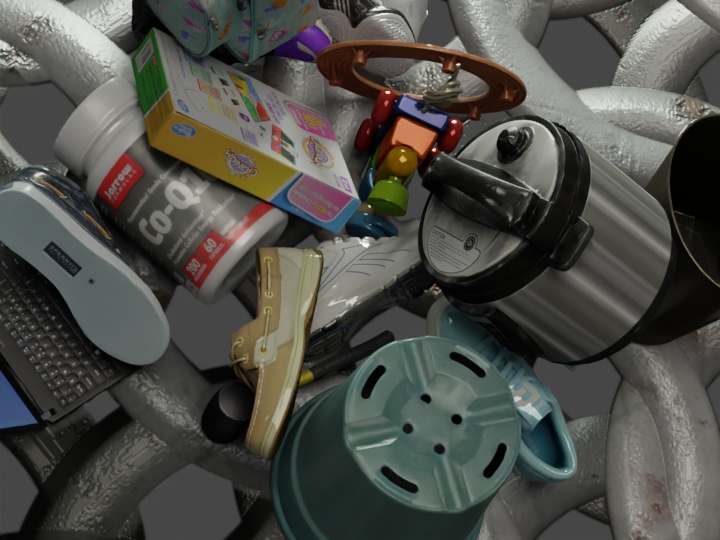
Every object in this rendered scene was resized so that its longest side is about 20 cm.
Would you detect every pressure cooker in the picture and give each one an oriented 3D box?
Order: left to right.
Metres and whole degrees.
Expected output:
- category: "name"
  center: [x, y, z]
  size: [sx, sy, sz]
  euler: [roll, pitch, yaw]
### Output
- category: "pressure cooker"
  center: [0.145, -0.034, 1.420]
  size: [0.200, 0.176, 0.179]
  euler: [34, 46, -34]

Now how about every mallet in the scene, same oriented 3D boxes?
- category: "mallet"
  center: [-0.056, 0.102, 1.516]
  size: [0.200, 0.066, 0.041]
  euler: [-21, 75, -36]

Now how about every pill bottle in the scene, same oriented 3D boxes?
- category: "pill bottle"
  center: [-0.173, -0.074, 1.513]
  size: [0.200, 0.114, 0.114]
  euler: [41, 64, 6]

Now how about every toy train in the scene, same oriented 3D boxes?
- category: "toy train"
  center: [0.040, -0.102, 1.532]
  size: [0.084, 0.200, 0.116]
  euler: [23, 69, -6]

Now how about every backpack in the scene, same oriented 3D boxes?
- category: "backpack"
  center: [-0.122, -0.278, 1.498]
  size: [0.153, 0.200, 0.176]
  euler: [-39, 72, -8]

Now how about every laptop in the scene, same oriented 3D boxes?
- category: "laptop"
  center: [-0.291, 0.036, 1.445]
  size: [0.200, 0.103, 0.177]
  euler: [-33, 79, -23]

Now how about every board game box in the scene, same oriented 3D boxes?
- category: "board game box"
  center: [-0.104, -0.126, 1.512]
  size: [0.200, 0.040, 0.153]
  euler: [25, 26, -29]

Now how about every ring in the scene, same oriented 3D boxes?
- category: "ring"
  center: [0.055, -0.173, 1.568]
  size: [0.200, 0.200, 0.019]
  euler: [11, 79, -9]

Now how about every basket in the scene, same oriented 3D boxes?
- category: "basket"
  center: [0.302, -0.020, 1.555]
  size: [0.136, 0.200, 0.181]
  euler: [4, 66, -16]

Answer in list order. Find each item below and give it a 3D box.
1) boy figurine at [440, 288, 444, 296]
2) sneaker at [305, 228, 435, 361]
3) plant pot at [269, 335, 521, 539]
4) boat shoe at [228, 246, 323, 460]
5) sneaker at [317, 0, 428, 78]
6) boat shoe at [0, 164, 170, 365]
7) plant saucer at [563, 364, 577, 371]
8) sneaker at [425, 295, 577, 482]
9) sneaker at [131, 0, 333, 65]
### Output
- category: "boy figurine"
  center: [0.125, 0.012, 1.577]
  size: [0.124, 0.064, 0.200]
  euler: [45, 62, -3]
- category: "sneaker"
  center: [0.000, 0.000, 1.530]
  size: [0.200, 0.075, 0.087]
  euler: [-30, 67, -6]
- category: "plant pot"
  center: [0.038, 0.157, 1.422]
  size: [0.200, 0.196, 0.201]
  euler: [5, 67, -12]
- category: "boat shoe"
  center: [-0.080, 0.068, 1.443]
  size: [0.066, 0.074, 0.200]
  euler: [12, 56, -2]
- category: "sneaker"
  center: [-0.009, -0.289, 1.644]
  size: [0.200, 0.075, 0.115]
  euler: [46, 42, -17]
- category: "boat shoe"
  center: [-0.234, -0.011, 1.472]
  size: [0.071, 0.091, 0.200]
  euler: [-38, 103, 18]
- category: "plant saucer"
  center: [0.150, 0.000, 1.542]
  size: [0.200, 0.019, 0.070]
  euler: [49, 64, -18]
- category: "sneaker"
  center: [0.135, 0.104, 1.488]
  size: [0.074, 0.082, 0.200]
  euler: [-43, 109, -20]
- category: "sneaker"
  center: [-0.129, -0.223, 1.619]
  size: [0.200, 0.070, 0.100]
  euler: [21, 71, 0]
